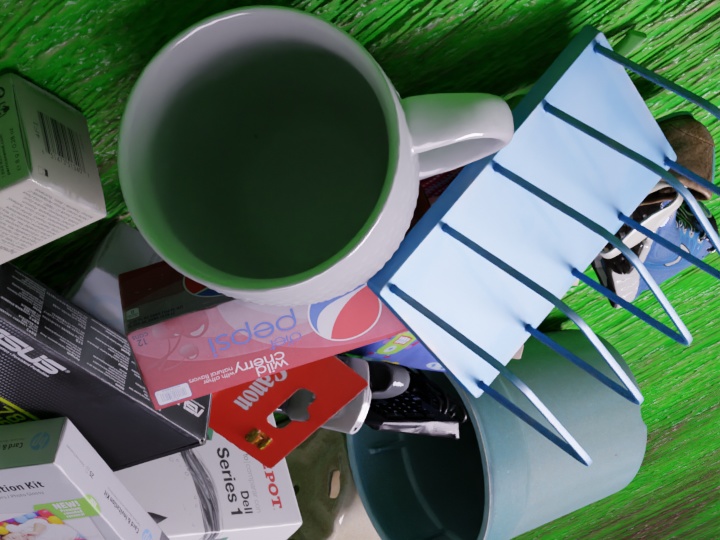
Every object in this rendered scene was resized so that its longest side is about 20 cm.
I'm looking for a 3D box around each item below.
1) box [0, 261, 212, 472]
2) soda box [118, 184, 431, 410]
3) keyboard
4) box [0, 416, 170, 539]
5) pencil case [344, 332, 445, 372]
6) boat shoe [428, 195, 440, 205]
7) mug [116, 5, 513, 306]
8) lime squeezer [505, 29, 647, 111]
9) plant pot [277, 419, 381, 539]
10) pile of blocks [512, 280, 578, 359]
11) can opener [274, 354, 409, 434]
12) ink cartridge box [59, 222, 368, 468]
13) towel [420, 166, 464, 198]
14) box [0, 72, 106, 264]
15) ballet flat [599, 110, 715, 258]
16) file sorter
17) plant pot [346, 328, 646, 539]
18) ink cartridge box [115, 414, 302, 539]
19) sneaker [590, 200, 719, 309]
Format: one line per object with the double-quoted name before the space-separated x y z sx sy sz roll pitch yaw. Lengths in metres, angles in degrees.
"box" -0.234 0.079 1.213 0.193 0.048 0.200 -16 141 35
"soda box" -0.044 0.015 1.124 0.199 0.070 0.064 -16 123 -1
"keyboard" 0.007 0.078 1.390 0.104 0.040 0.200 8 -169 -31
"box" -0.225 0.181 1.273 0.155 0.041 0.200 -8 137 21
"pencil case" 0.030 0.027 1.341 0.087 0.078 0.200 -35 152 28
"boat shoe" 0.000 0.000 1.205 0.199 0.071 0.069 -23 162 27
"mug" -0.014 -0.058 0.997 0.199 0.148 0.175 -14 172 7
"lime squeezer" 0.111 -0.068 1.152 0.070 0.038 0.201 9 116 -16
"plant pot" -0.010 0.222 1.682 0.200 0.201 0.183 -26 145 26
"pile of blocks" 0.104 -0.007 1.288 0.200 0.082 0.062 -41 146 -60
"can opener" -0.052 0.081 1.333 0.200 0.053 0.066 7 176 45
"ink cartridge box" -0.117 0.069 1.241 0.200 0.047 0.160 34 141 -10
"towel" 0.064 -0.060 1.228 0.200 0.023 0.144 6 151 -44
"box" -0.247 -0.031 1.018 0.199 0.069 0.082 -22 158 17
"ballet flat" 0.141 -0.037 1.205 0.199 0.073 0.068 -20 159 13
"file sorter" 0.134 -0.009 1.067 0.200 0.123 0.139 -50 139 -6
"plant pot" 0.123 0.138 1.551 0.195 0.201 0.200 -11 160 -32
"ink cartridge box" -0.160 0.155 1.436 0.199 0.147 0.084 -1 153 -34
"sneaker" 0.213 -0.038 1.334 0.089 0.079 0.200 -26 165 -2
